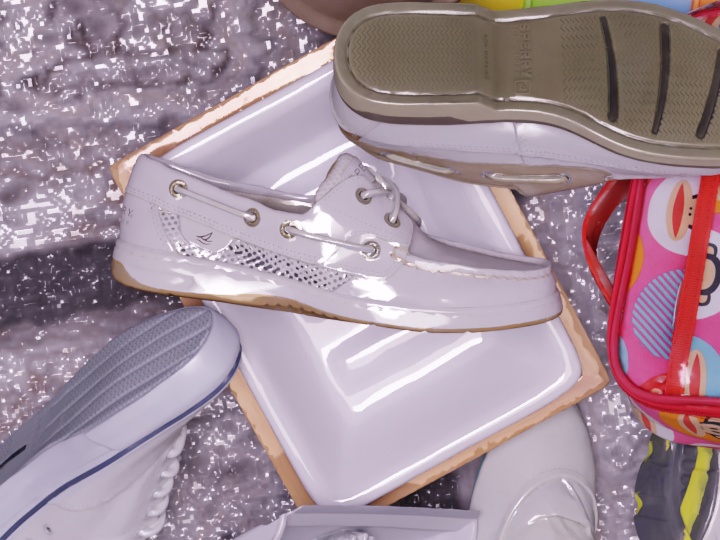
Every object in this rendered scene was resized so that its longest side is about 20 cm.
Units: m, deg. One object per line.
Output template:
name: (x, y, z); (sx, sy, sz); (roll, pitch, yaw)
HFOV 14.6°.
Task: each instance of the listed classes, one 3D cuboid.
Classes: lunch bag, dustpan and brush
lunch bag: (0.185, -0.019, 1.245); (0.175, 0.082, 0.201); (4, 70, 21)
dustpan and brush: (-0.049, 0.170, 1.306); (0.199, 0.139, 0.058); (-29, 67, 36)

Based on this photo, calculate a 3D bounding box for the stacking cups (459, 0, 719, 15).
stacking cups: (0.132, -0.139, 1.302); (0.198, 0.061, 0.061); (0, 96, -5)

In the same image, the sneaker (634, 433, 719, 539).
sneaker: (0.190, 0.052, 1.324); (0.084, 0.074, 0.201); (22, 85, -36)

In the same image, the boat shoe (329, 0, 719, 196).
boat shoe: (0.086, -0.072, 1.219); (0.199, 0.069, 0.075); (9, 64, 2)

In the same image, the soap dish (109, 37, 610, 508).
soap dish: (0.000, 0.000, 1.298); (0.157, 0.081, 0.201); (-29, 96, 2)

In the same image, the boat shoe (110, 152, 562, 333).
boat shoe: (-0.008, -0.016, 1.220); (0.198, 0.071, 0.070); (7, 97, -1)

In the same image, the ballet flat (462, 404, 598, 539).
ballet flat: (0.077, 0.159, 1.322); (0.069, 0.069, 0.201); (17, 96, -3)

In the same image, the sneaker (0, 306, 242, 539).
sneaker: (-0.112, 0.086, 1.291); (0.071, 0.073, 0.200); (39, 128, -20)

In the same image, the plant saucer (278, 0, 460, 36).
plant saucer: (0.012, -0.203, 1.247); (0.029, 0.199, 0.202); (-1, 98, -45)
